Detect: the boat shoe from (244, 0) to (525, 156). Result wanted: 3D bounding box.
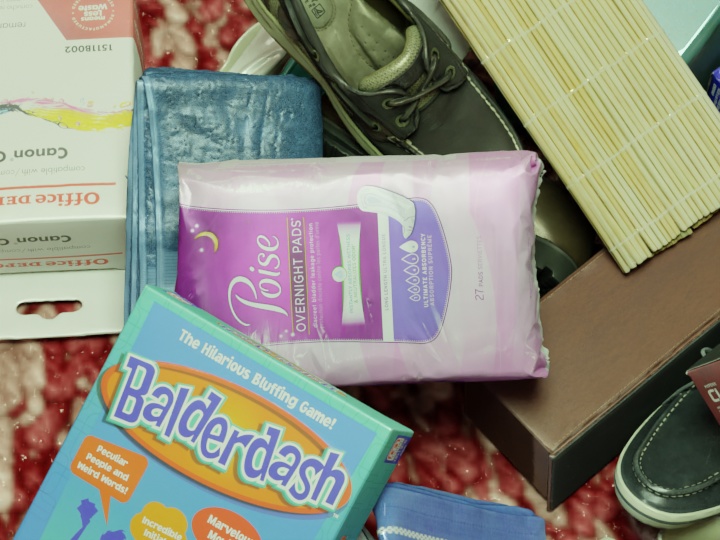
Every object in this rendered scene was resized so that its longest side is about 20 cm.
[{"bbox_3d":[0.014,-0.108,1.353,0.200,0.065,0.073,40,84,-10],"label":"boat shoe"}]

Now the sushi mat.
[{"bbox_3d":[0.128,-0.104,1.357,0.095,0.012,0.201,-36,95,-10],"label":"sushi mat"}]

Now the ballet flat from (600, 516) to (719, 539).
[{"bbox_3d":[0.165,0.166,1.315,0.198,0.068,0.072,-14,41,-17],"label":"ballet flat"}]

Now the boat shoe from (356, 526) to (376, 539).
[{"bbox_3d":[-0.035,0.147,1.290,0.074,0.066,0.201,-51,50,25],"label":"boat shoe"}]

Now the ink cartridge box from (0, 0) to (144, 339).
[{"bbox_3d":[-0.184,-0.064,1.444,0.115,0.068,0.202,-4,63,0],"label":"ink cartridge box"}]

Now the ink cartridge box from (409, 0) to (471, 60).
[{"bbox_3d":[0.047,-0.209,1.460,0.067,0.117,0.201,25,42,-17],"label":"ink cartridge box"}]

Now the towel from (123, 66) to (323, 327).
[{"bbox_3d":[-0.075,-0.012,1.378,0.111,0.049,0.202,2,90,-10],"label":"towel"}]

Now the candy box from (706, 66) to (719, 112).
[{"bbox_3d":[0.322,-0.075,1.430,0.169,0.077,0.200,-36,69,-16],"label":"candy box"}]

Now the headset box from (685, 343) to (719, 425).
[{"bbox_3d":[0.275,0.075,1.295,0.148,0.077,0.201,-35,94,-31],"label":"headset box"}]

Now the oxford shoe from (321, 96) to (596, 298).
[{"bbox_3d":[0.045,-0.054,1.436,0.199,0.073,0.085,28,64,2],"label":"oxford shoe"}]

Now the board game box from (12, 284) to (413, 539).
[{"bbox_3d":[-0.086,0.131,1.246,0.151,0.045,0.201,28,92,17],"label":"board game box"}]

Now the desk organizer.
[{"bbox_3d":[0.154,0.033,1.385,0.200,0.072,0.077,-38,66,-16],"label":"desk organizer"}]

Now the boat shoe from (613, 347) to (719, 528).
[{"bbox_3d":[0.215,0.067,1.354,0.199,0.063,0.075,-33,56,-23],"label":"boat shoe"}]

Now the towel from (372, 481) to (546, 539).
[{"bbox_3d":[0.072,0.207,1.271,0.024,0.144,0.201,-30,61,30],"label":"towel"}]

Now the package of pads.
[{"bbox_3d":[0.000,0.000,1.311,0.198,0.076,0.122,-2,91,3],"label":"package of pads"}]

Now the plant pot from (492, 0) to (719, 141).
[{"bbox_3d":[0.163,-0.164,1.452,0.141,0.141,0.201,28,76,15],"label":"plant pot"}]

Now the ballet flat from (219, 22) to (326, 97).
[{"bbox_3d":[-0.068,-0.095,1.466,0.069,0.070,0.200,30,65,16],"label":"ballet flat"}]
